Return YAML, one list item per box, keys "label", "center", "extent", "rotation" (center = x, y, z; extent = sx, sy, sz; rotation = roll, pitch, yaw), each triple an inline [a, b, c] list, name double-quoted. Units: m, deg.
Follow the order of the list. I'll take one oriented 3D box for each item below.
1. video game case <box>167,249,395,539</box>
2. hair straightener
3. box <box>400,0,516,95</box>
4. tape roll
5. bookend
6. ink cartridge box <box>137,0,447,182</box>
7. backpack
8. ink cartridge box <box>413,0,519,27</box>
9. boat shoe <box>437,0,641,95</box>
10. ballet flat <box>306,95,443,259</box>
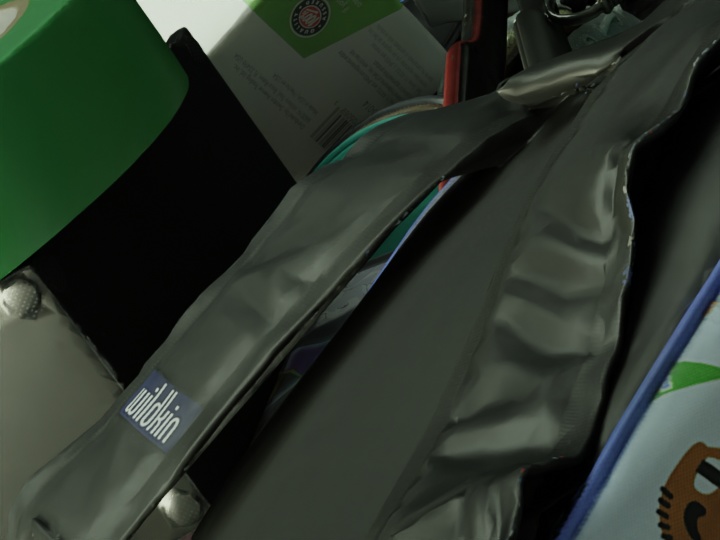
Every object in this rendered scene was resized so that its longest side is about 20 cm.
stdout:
- label: "video game case"
  center: [-0.014, 0.053, 0.796]
  extent: [0.180, 0.026, 0.200]
  rotation: [-21, 22, 51]
- label: "hair straightener"
  center: [0.065, -0.074, 0.811]
  extent: [0.077, 0.041, 0.200]
  rotation: [-23, 28, 20]
- label: "box"
  center: [0.006, -0.059, 1.147]
  extent: [0.200, 0.050, 0.199]
  rotation: [-28, 24, 56]
- label: "tape roll"
  center: [-0.145, -0.018, 0.803]
  extent: [0.200, 0.048, 0.201]
  rotation: [-33, 15, 10]
- label: "bookend"
  center: [-0.126, 0.039, 0.865]
  extent: [0.198, 0.092, 0.200]
  rotation: [-30, 16, 21]
- label: "ink cartridge box"
  center: [-0.073, -0.044, 0.996]
  extent: [0.200, 0.117, 0.067]
  rotation: [-45, 57, 3]
- label: "backpack"
  center: [0.051, 0.042, 0.530]
  extent: [0.200, 0.154, 0.191]
  rotation: [-9, 48, 59]
- label: "ink cartridge box"
  center: [0.103, -0.194, 1.049]
  extent: [0.145, 0.088, 0.200]
  rotation: [-6, 40, 35]
- label: "boat shoe"
  center: [0.068, -0.065, 0.935]
  extent: [0.074, 0.065, 0.202]
  rotation: [-47, 15, 6]
- label: "ballet flat"
  center: [0.000, 0.000, 0.973]
  extent: [0.200, 0.073, 0.073]
  rotation: [-44, 14, 40]
